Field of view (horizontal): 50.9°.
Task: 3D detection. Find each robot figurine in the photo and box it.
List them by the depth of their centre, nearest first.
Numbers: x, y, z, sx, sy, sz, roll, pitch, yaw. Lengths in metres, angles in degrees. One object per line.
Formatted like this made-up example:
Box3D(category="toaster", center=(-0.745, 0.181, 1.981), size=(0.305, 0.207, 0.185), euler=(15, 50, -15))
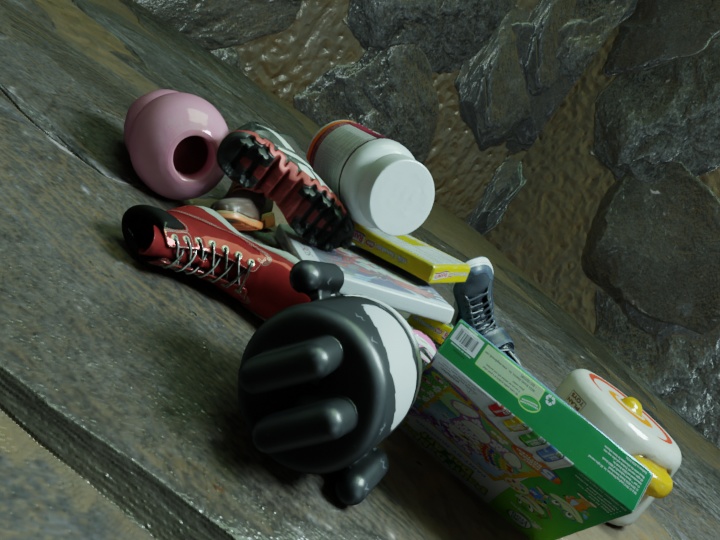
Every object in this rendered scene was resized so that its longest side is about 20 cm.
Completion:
Box3D(category="robot figurine", center=(-0.018, 0.084, 0.597), size=(0.123, 0.154, 0.199), euler=(25, 9, 16))

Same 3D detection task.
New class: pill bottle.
Box3D(category="pill bottle", center=(0.009, -0.120, 0.967), size=(0.108, 0.111, 0.200), euler=(28, 7, -33))

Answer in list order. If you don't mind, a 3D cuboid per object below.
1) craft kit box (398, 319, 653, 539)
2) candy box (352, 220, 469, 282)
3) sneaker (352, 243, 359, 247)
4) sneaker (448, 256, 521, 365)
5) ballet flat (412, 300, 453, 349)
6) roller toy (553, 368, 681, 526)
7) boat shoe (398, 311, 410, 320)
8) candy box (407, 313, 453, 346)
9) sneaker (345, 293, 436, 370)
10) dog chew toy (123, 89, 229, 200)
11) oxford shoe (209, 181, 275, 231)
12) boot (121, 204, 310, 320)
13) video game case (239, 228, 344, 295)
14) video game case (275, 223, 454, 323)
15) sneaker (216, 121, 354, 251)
Box3D(category="craft kit box", center=(0.130, 0.156, 0.689), size=(0.198, 0.049, 0.198), euler=(39, -24, 9))
Box3D(category="candy box", center=(0.042, -0.035, 1.011), size=(0.198, 0.027, 0.101), euler=(29, 18, 32))
Box3D(category="sneaker", center=(-0.025, -0.034, 1.160), size=(0.198, 0.074, 0.082), euler=(30, 11, -33))
Box3D(category="sneaker", center=(0.193, 0.083, 1.152), size=(0.204, 0.075, 0.148), euler=(78, -11, -56))
Box3D(category="ballet flat", center=(0.107, 0.086, 1.122), size=(0.073, 0.075, 0.200), euler=(35, 8, -2))
Box3D(category="roller toy", center=(0.329, 0.231, 1.020), size=(0.181, 0.141, 0.199), euler=(39, 13, 17))
Box3D(category="boat shoe", center=(0.040, 0.034, 1.118), size=(0.072, 0.061, 0.201), euler=(42, 13, 24))
Box3D(category="candy box", center=(0.148, 0.112, 0.970), size=(0.101, 0.027, 0.199), euler=(26, -7, 43))
Box3D(category="sneaker", center=(0.026, 0.095, 0.819), size=(0.197, 0.081, 0.087), euler=(22, 28, -34))
Box3D(category="dog chew toy", center=(-0.239, -0.168, 0.948), size=(0.123, 0.126, 0.199), euler=(27, 7, -38))
Box3D(category="oxford shoe", center=(-0.151, -0.088, 0.944), size=(0.069, 0.075, 0.200), euler=(1, 6, 2))
Box3D(category="boot", center=(-0.133, 0.000, 0.731), size=(0.197, 0.074, 0.144), euler=(32, 11, 15))
Box3D(category="video game case", center=(-0.065, 0.003, 0.942), size=(0.196, 0.023, 0.182), euler=(27, 10, 8))
Box3D(category="video game case", center=(0.000, 0.000, 0.944), size=(0.195, 0.024, 0.182), euler=(17, 13, -21))
Box3D(category="sneaker", center=(-0.082, -0.108, 0.919), size=(0.199, 0.071, 0.099), euler=(39, 27, -19))
